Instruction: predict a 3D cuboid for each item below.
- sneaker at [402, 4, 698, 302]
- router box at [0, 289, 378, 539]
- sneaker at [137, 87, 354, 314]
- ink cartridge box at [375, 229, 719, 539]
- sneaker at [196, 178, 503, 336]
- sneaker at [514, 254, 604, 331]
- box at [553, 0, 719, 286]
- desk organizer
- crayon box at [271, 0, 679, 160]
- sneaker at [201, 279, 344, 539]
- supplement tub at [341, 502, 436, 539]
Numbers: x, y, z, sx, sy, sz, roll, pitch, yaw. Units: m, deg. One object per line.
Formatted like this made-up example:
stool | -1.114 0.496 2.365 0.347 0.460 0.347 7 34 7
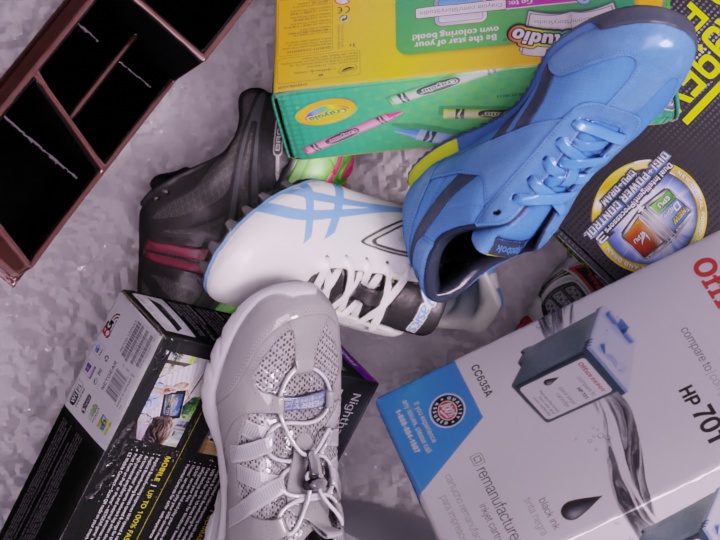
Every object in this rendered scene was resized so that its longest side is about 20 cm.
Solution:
sneaker | 0.093 -0.051 1.343 0.066 0.079 0.200 24 137 -29
router box | -0.098 0.118 1.431 0.149 0.051 0.200 15 109 -41
sneaker | -0.084 -0.009 1.458 0.084 0.077 0.200 38 96 15
ink cartridge box | 0.128 0.089 1.368 0.200 0.147 0.086 -27 132 0
sneaker | 0.000 0.000 1.415 0.200 0.072 0.072 2 124 -49
sneaker | 0.185 0.052 1.500 0.200 0.078 0.082 26 93 -13
box | 0.162 -0.097 1.457 0.200 0.044 0.160 -45 78 1
desk organizer | -0.132 -0.095 1.386 0.072 0.077 0.200 41 69 -12
crayon box | 0.057 -0.128 1.402 0.199 0.119 0.058 -5 145 7
sneaker | -0.030 0.101 1.370 0.075 0.082 0.201 -12 118 -33
supplement tub | 0.008 0.237 1.468 0.145 0.145 0.201 15 97 -11
